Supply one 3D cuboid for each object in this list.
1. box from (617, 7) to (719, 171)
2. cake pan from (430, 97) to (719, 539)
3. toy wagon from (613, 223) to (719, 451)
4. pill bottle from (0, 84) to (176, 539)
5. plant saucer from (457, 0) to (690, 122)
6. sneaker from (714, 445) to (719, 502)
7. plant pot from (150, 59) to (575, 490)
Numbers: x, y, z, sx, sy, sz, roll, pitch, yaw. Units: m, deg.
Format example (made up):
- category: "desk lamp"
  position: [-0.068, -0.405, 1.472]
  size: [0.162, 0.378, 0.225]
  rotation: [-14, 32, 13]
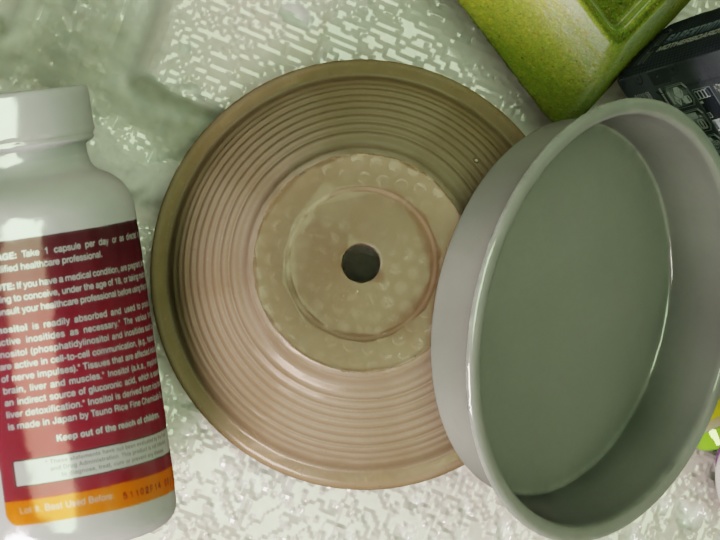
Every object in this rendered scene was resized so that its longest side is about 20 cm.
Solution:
- category: "box"
  position: [0.230, -0.037, 1.238]
  size: [0.051, 0.157, 0.200]
  rotation: [-45, 106, -27]
- category: "cake pan"
  position: [0.101, 0.020, 1.214]
  size: [0.200, 0.037, 0.202]
  rotation: [-15, 110, -45]
- category: "toy wagon"
  position: [0.142, 0.017, 1.310]
  size: [0.199, 0.040, 0.156]
  rotation: [-24, 97, -11]
- category: "pill bottle"
  position: [-0.149, 0.022, 1.207]
  size: [0.112, 0.113, 0.202]
  rotation: [-8, 94, -12]
- category: "plant saucer"
  position: [0.114, -0.202, 1.259]
  size: [0.200, 0.048, 0.200]
  rotation: [-46, 113, -14]
- category: "sneaker"
  position: [0.221, 0.081, 1.261]
  size: [0.075, 0.201, 0.100]
  rotation: [-36, 56, -23]
- category: "plant pot"
  position: [0.000, 0.000, 1.228]
  size: [0.199, 0.093, 0.202]
  rotation: [0, 87, 2]
